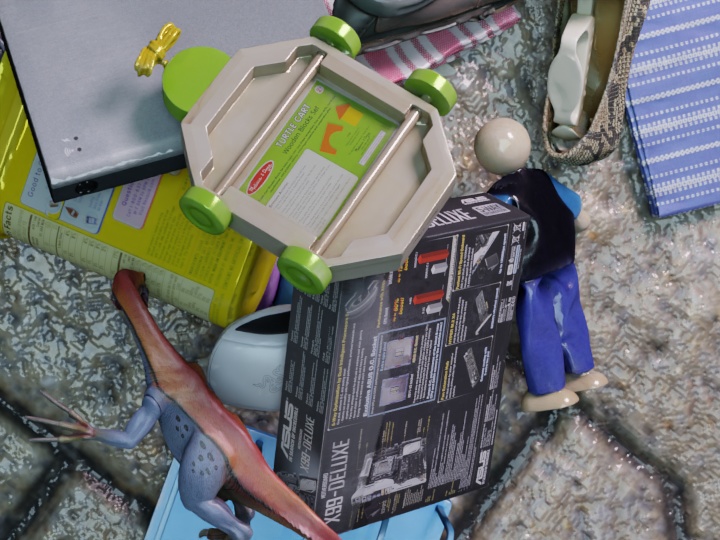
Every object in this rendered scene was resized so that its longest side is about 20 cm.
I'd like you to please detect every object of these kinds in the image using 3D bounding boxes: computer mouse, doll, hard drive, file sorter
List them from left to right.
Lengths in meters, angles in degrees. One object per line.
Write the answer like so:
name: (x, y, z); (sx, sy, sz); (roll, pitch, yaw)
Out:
hard drive: (-0.114, -0.131, 1.200); (0.199, 0.033, 0.140); (-16, 66, -12)
file sorter: (-0.048, 0.200, 1.320); (0.199, 0.123, 0.140); (20, 93, -4)
computer mouse: (-0.008, 0.055, 1.262); (0.199, 0.044, 0.110); (-14, 126, -32)
doll: (0.118, -0.007, 1.329); (0.048, 0.136, 0.201); (-6, 101, 41)

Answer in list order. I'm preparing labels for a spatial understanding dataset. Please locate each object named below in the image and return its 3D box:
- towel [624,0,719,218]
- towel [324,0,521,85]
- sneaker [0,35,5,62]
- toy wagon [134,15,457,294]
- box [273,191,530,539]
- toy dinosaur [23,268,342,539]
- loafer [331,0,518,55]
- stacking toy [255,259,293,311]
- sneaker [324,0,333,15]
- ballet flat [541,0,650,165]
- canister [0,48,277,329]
towel: (0.249, -0.150, 1.368); (0.144, 0.024, 0.201); (-16, 96, -3)
towel: (0.006, -0.196, 1.305); (0.199, 0.030, 0.147); (-29, 95, -30)
sneaker: (-0.269, -0.149, 1.279); (0.201, 0.146, 0.077); (-20, 92, -3)
toy wagon: (-0.043, -0.080, 1.140); (0.199, 0.040, 0.155); (30, 65, 12)
box: (0.025, 0.060, 1.229); (0.157, 0.050, 0.201); (-12, 119, -38)
toy dinosaur: (-0.097, 0.085, 1.193); (0.199, 0.105, 0.183); (-4, 105, 17)
loafer: (0.053, -0.192, 1.288); (0.072, 0.199, 0.063); (48, 134, 22)
stacking toy: (0.000, 0.000, 1.335); (0.199, 0.085, 0.086); (8, 93, -7)
sneaker: (-0.077, -0.105, 1.323); (0.200, 0.071, 0.098); (-32, 86, -2)
ballet flat: (0.158, -0.167, 1.314); (0.068, 0.075, 0.201); (15, 107, 29)
canister: (-0.145, -0.062, 1.252); (0.199, 0.087, 0.149); (23, 96, 10)
